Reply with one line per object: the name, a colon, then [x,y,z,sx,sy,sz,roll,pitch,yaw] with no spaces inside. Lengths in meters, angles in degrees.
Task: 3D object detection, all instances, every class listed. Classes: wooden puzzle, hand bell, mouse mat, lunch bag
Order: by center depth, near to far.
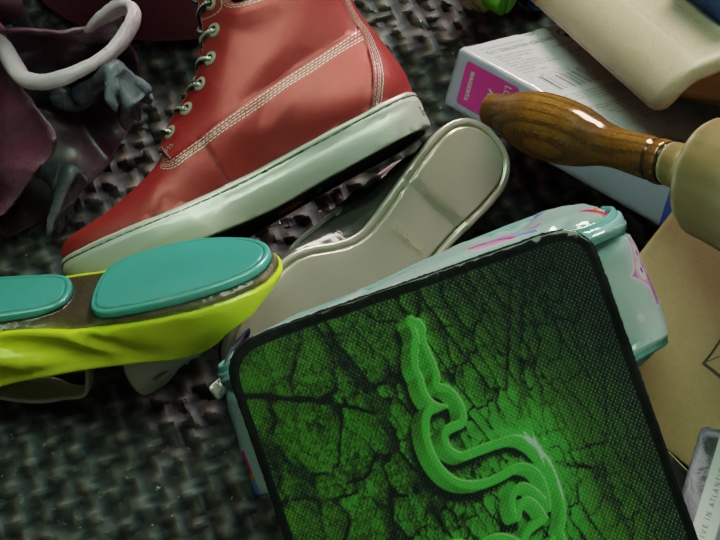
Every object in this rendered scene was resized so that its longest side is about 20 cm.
mouse mat: [0.049,0.099,0.895,0.160,0.008,0.201,-20,86,4]
lunch bag: [0.032,0.034,0.986,0.199,0.077,0.160,-21,3,5]
hand bell: [0.134,-0.052,1.026,0.200,0.104,0.104,22,51,42]
wooden puzzle: [0.198,-0.171,1.132,0.199,0.046,0.185,-26,33,-6]

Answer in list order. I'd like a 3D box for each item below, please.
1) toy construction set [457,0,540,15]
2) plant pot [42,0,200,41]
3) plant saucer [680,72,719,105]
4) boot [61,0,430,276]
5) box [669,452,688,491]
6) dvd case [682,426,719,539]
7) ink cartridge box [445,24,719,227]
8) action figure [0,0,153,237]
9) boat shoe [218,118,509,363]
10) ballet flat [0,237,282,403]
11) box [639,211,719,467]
toy construction set: [0.107,-0.214,1.247,0.199,0.131,0.092,-25,50,-18]
plant pot: [-0.111,-0.262,1.273,0.199,0.179,0.201,-2,45,2]
plant saucer: [0.220,-0.144,1.156,0.199,0.038,0.200,-16,33,10]
boot: [-0.084,-0.086,1.127,0.199,0.072,0.145,-30,85,-3]
box: [0.094,0.149,0.967,0.159,0.049,0.200,-28,51,-19]
dvd case: [0.220,0.150,0.916,0.199,0.016,0.149,14,52,14]
ink cartridge box: [0.156,-0.068,1.143,0.200,0.042,0.119,30,31,30]
action figure: [-0.217,-0.112,1.175,0.200,0.149,0.134,39,65,17]
boat shoe: [0.000,0.000,1.117,0.067,0.057,0.200,48,64,-3]
ballet flat: [-0.127,0.030,1.069,0.199,0.067,0.067,-8,29,13]
box: [0.211,0.011,1.020,0.163,0.021,0.200,40,96,26]
